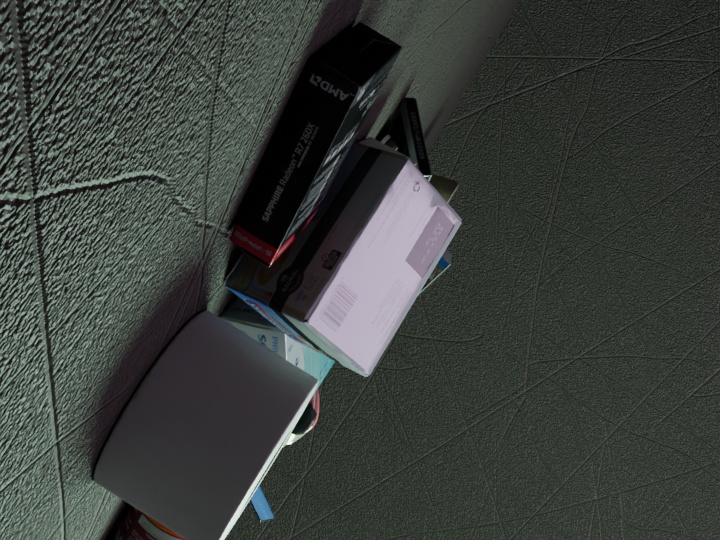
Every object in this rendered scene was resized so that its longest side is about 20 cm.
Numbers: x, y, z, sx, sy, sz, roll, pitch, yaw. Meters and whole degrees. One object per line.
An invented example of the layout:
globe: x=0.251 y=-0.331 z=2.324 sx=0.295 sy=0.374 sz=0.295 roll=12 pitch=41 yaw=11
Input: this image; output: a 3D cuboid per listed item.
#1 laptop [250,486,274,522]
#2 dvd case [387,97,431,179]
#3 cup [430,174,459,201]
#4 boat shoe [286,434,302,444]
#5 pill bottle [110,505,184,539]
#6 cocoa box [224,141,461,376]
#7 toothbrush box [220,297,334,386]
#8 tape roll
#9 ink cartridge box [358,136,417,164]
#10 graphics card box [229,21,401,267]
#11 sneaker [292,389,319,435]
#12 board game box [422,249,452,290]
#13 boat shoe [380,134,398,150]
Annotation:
laptop: x=-0.142 y=0.269 z=1.651 sx=0.200 sy=0.116 sz=0.187 roll=-60 pitch=173 yaw=-10
dvd case: x=0.069 y=-0.168 z=1.780 sx=0.200 sy=0.025 sz=0.151 roll=118 pitch=-34 yaw=-59
cup: x=0.134 y=-0.167 z=2.655 sx=0.200 sy=0.143 sz=0.200 roll=-58 pitch=178 yaw=-3
boat shoe: x=-0.135 y=0.224 z=1.530 sx=0.200 sy=0.063 sz=0.073 roll=-19 pitch=140 yaw=-60
pill bottle: x=-0.277 y=0.376 z=1.421 sx=0.200 sy=0.114 sz=0.114 roll=-59 pitch=177 yaw=15
cocoa box: x=-0.016 y=-0.019 z=1.120 sx=0.200 sy=0.131 sz=0.133 roll=-58 pitch=138 yaw=-11
toothbrush box: x=-0.089 y=0.077 z=1.305 sx=0.200 sy=0.085 sz=0.147 roll=-57 pitch=152 yaw=-56
tape roll: x=-0.150 y=0.161 z=1.065 sx=0.203 sy=0.139 sz=0.203 roll=-58 pitch=177 yaw=-4
ink cartridge box: x=-0.011 y=-0.081 z=1.512 sx=0.200 sy=0.084 sz=0.146 roll=-60 pitch=178 yaw=15
graphics card box: x=-0.041 y=-0.113 z=0.957 sx=0.200 sy=0.051 sz=0.125 roll=-59 pitch=177 yaw=34
sneaker: x=-0.087 y=0.165 z=1.537 sx=0.074 sy=0.087 sz=0.200 roll=-33 pitch=-140 yaw=9
board game box: x=0.000 y=0.000 z=1.421 sx=0.200 sy=0.148 sz=0.064 roll=-44 pitch=-175 yaw=14
boat shoe: x=0.031 y=-0.146 z=1.762 sx=0.072 sy=0.061 sz=0.201 roll=-45 pitch=169 yaw=-32
